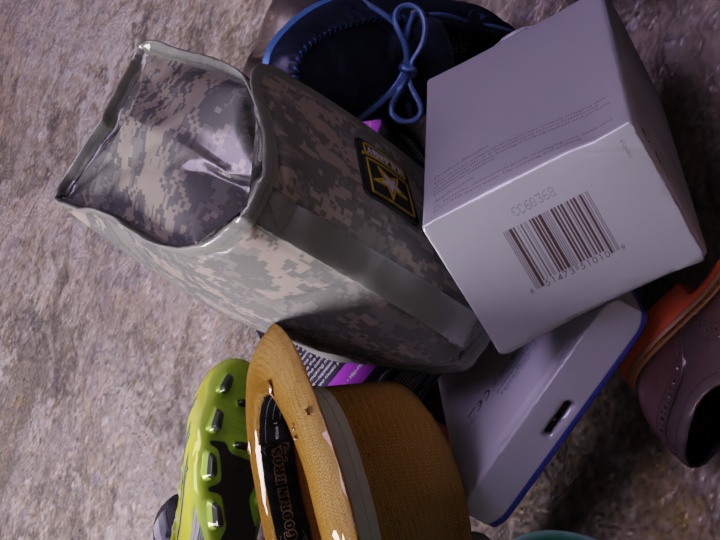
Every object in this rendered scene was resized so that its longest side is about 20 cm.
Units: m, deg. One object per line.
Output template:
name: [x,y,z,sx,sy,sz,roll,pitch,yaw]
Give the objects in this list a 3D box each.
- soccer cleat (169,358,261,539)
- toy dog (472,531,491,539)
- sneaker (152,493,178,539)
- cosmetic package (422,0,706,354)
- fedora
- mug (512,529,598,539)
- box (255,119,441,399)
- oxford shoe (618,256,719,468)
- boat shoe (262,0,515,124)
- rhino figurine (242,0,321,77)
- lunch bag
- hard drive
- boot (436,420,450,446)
soccer cleat: [-0.089,0.150,1.032,0.084,0.065,0.200,-15,68,46]
toy dog: [0.015,0.233,0.955,0.200,0.096,0.132,-31,43,25]
sneaker: [-0.047,0.178,1.085,0.116,0.075,0.200,-52,45,16]
cosmetic package: [0.096,-0.056,0.893,0.113,0.081,0.200,-26,21,17]
fedora: [0.003,0.119,0.883,0.201,0.082,0.201,168,90,-75]
mug: [0.071,0.196,0.782,0.185,0.152,0.114,45,122,9]
box: [0.000,0.000,1.028,0.143,0.036,0.200,-51,36,15]
oxford shoe: [0.198,0.012,0.811,0.200,0.071,0.073,-54,42,38]
boat shoe: [0.028,-0.127,1.031,0.069,0.200,0.084,17,119,37]
rhino figurine: [-0.021,-0.176,1.137,0.087,0.060,0.200,-5,62,50]
lunch bag: [-0.035,-0.026,0.913,0.200,0.164,0.118,23,82,55]
hard drive: [0.087,0.030,0.942,0.132,0.025,0.200,-57,15,18]
boot: [-0.003,0.080,1.068,0.200,0.075,0.107,-2,65,58]
